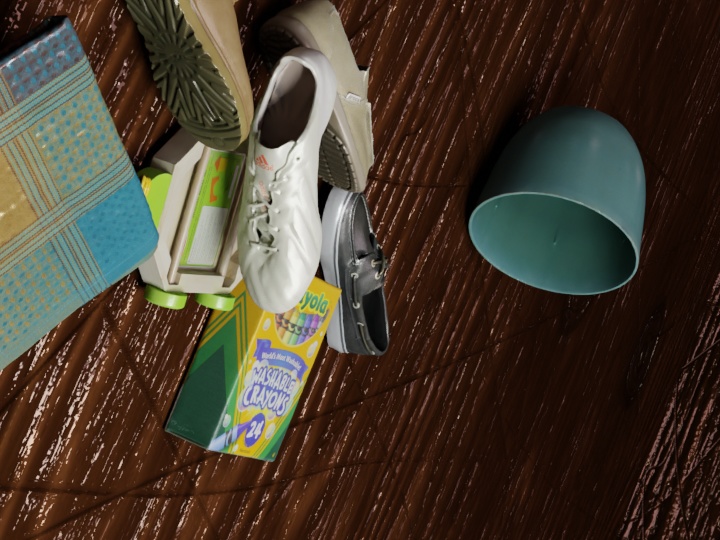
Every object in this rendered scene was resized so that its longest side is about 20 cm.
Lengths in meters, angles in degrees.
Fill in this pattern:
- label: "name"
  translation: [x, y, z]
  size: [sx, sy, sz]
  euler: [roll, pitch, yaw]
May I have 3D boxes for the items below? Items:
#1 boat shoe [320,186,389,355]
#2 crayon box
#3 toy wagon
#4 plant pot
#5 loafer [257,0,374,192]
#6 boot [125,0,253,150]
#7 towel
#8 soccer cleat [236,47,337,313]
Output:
- label: "boat shoe"
  translation: [0.000, 0.000, 1.219]
  size: [0.069, 0.056, 0.201]
  euler: [-57, 154, -44]
- label: "crayon box"
  translation: [-0.084, 0.060, 1.110]
  size: [0.126, 0.051, 0.201]
  euler: [29, 81, -65]
- label: "toy wagon"
  translation: [-0.124, -0.049, 0.966]
  size: [0.200, 0.039, 0.156]
  euler: [5, 103, -63]
- label: "plant pot"
  translation: [0.243, -0.093, 1.504]
  size: [0.201, 0.199, 0.162]
  euler: [70, 35, -54]
- label: "loafer"
  translation: [-0.023, -0.143, 1.059]
  size: [0.068, 0.075, 0.200]
  euler: [-51, 149, -23]
- label: "boot"
  translation: [-0.073, -0.209, 0.902]
  size: [0.200, 0.066, 0.176]
  euler: [-52, 138, -35]
- label: "towel"
  translation: [-0.206, -0.043, 0.784]
  size: [0.146, 0.022, 0.201]
  euler: [-38, 143, -20]
- label: "soccer cleat"
  translation: [-0.060, -0.067, 0.953]
  size: [0.078, 0.069, 0.201]
  euler: [-10, 110, -75]
